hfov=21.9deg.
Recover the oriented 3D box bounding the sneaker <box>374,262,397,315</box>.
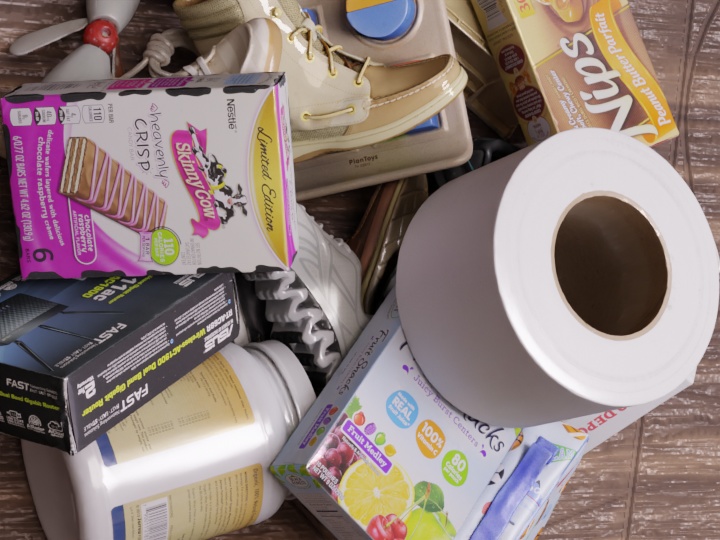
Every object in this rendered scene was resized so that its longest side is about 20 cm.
[{"bbox_3d":[0.051,0.077,1.513,0.075,0.079,0.201,-1,101,5],"label":"sneaker"}]

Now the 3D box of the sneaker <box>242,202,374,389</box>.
[{"bbox_3d":[-0.049,-0.011,1.423,0.081,0.075,0.201,-33,112,-25],"label":"sneaker"}]

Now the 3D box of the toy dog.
[{"bbox_3d":[-0.222,-0.136,1.446,0.132,0.096,0.200,44,54,-5],"label":"toy dog"}]

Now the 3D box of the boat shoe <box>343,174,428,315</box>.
[{"bbox_3d":[0.000,0.001,1.520,0.072,0.067,0.201,39,68,-62],"label":"boat shoe"}]

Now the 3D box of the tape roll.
[{"bbox_3d":[0.145,0.009,1.368,0.202,0.139,0.204,7,76,-28],"label":"tape roll"}]

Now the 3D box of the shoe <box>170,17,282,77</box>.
[{"bbox_3d":[-0.127,-0.105,1.376,0.053,0.070,0.200,22,110,-40],"label":"shoe"}]

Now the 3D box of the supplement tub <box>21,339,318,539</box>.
[{"bbox_3d":[-0.140,0.135,1.397,0.199,0.144,0.145,-14,88,-26],"label":"supplement tub"}]

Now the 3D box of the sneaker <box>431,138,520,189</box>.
[{"bbox_3d":[0.151,-0.045,1.590,0.200,0.079,0.076,34,65,-18],"label":"sneaker"}]

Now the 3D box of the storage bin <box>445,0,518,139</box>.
[{"bbox_3d":[0.123,-0.260,1.612,0.198,0.094,0.200,39,69,-14],"label":"storage bin"}]

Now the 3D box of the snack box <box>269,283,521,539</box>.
[{"bbox_3d":[0.040,0.117,1.404,0.142,0.053,0.200,48,60,-23],"label":"snack box"}]

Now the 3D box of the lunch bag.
[{"bbox_3d":[0.105,0.199,1.490,0.075,0.160,0.200,32,67,10],"label":"lunch bag"}]

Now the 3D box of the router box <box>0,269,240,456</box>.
[{"bbox_3d":[-0.204,0.048,1.338,0.200,0.149,0.062,-37,131,-49],"label":"router box"}]

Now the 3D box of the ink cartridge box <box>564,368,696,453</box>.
[{"bbox_3d":[0.167,0.041,1.546,0.200,0.145,0.084,42,37,-13],"label":"ink cartridge box"}]

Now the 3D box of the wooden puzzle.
[{"bbox_3d":[-0.016,-0.166,1.502,0.184,0.046,0.201,-12,83,14],"label":"wooden puzzle"}]

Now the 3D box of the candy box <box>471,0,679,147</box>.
[{"bbox_3d":[0.173,-0.182,1.540,0.115,0.055,0.201,-22,93,-26],"label":"candy box"}]

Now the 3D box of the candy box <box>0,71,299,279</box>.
[{"bbox_3d":[-0.149,-0.067,1.330,0.199,0.061,0.137,-3,106,6],"label":"candy box"}]

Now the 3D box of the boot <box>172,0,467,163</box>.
[{"bbox_3d":[-0.032,-0.171,1.420,0.073,0.199,0.156,-64,136,-59],"label":"boot"}]

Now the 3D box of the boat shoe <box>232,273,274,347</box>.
[{"bbox_3d":[-0.101,-0.031,1.468,0.060,0.074,0.201,-19,102,-21],"label":"boat shoe"}]
